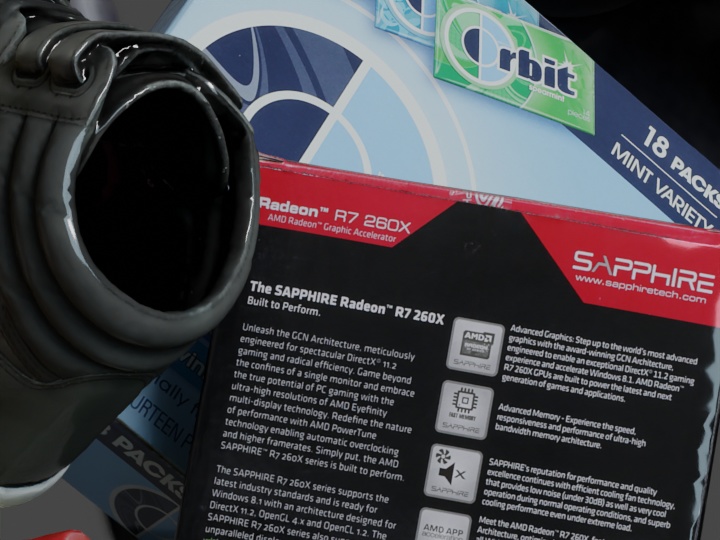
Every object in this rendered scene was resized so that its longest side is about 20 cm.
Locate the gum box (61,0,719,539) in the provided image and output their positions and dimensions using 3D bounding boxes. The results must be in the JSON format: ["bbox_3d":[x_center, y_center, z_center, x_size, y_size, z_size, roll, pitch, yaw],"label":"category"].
[{"bbox_3d":[0.000,0.000,0.803,0.170,0.045,0.200,39,54,-11],"label":"gum box"}]

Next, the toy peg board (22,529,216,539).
[{"bbox_3d":[-0.091,0.130,0.576,0.199,0.097,0.201,26,54,-64],"label":"toy peg board"}]

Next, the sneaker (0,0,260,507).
[{"bbox_3d":[-0.074,-0.054,0.684,0.070,0.099,0.201,4,67,-42],"label":"sneaker"}]

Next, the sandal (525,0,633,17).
[{"bbox_3d":[0.018,-0.151,0.887,0.200,0.043,0.076,40,53,-10],"label":"sandal"}]

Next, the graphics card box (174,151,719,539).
[{"bbox_3d":[0.015,0.082,0.698,0.125,0.051,0.201,9,82,2],"label":"graphics card box"}]
